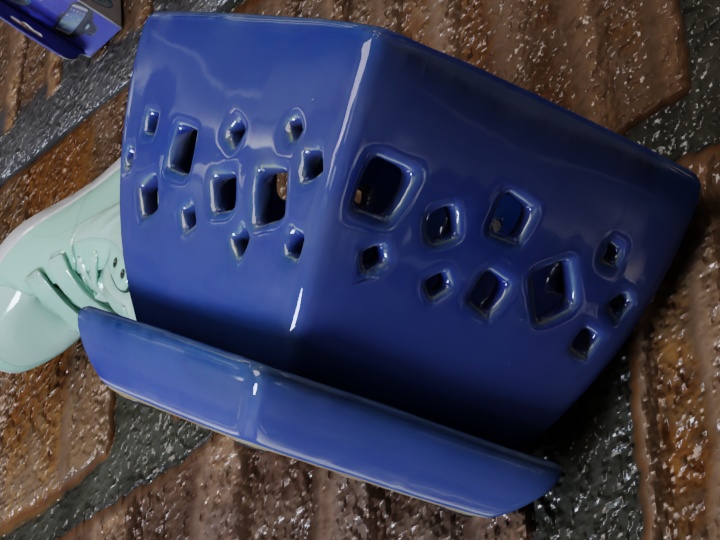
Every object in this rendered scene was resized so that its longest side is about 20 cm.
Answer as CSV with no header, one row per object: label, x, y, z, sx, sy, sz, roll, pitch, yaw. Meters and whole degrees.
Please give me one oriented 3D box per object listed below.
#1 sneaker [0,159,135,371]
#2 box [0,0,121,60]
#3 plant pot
sneaker,-0.158,0.012,1.328,0.200,0.074,0.118,-43,31,20
box,-0.224,-0.236,1.581,0.041,0.119,0.200,-40,39,27
plant pot,0.000,0.000,1.033,0.200,0.200,0.180,14,83,56
